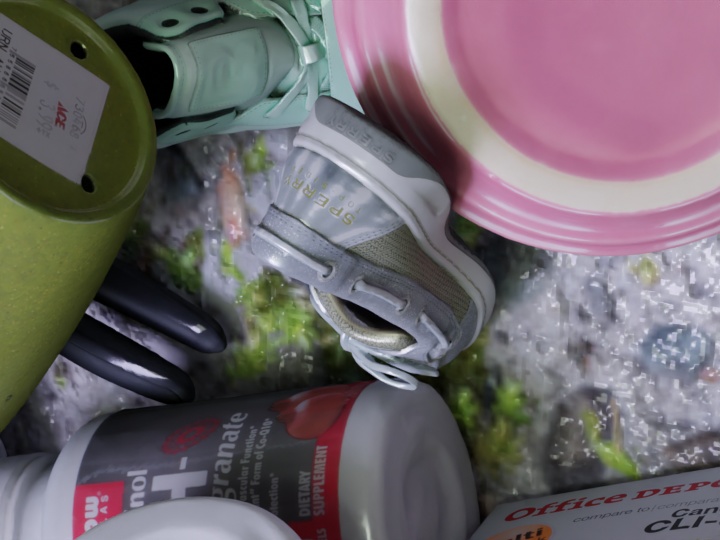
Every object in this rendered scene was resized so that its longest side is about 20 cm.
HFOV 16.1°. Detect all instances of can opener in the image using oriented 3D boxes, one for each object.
[{"bbox_3d":[-0.148,-0.001,1.092,0.200,0.079,0.063,19,78,15],"label":"can opener"}]

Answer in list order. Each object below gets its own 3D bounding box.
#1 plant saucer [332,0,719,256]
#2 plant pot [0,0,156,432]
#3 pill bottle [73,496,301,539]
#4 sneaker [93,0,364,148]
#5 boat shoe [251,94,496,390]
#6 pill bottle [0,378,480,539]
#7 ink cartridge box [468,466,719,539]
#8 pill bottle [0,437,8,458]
[{"bbox_3d":[0.089,-0.098,0.890,0.200,0.051,0.201,0,106,0],"label":"plant saucer"},{"bbox_3d":[-0.169,-0.016,0.929,0.200,0.187,0.187,-33,93,42],"label":"plant pot"},{"bbox_3d":[-0.051,0.192,0.960,0.111,0.111,0.200,5,131,24],"label":"pill bottle"},{"bbox_3d":[-0.015,-0.075,0.954,0.200,0.118,0.074,-1,107,25],"label":"sneaker"},{"bbox_3d":[0.001,0.001,0.942,0.074,0.202,0.065,35,80,15],"label":"boat shoe"},{"bbox_3d":[-0.061,0.108,1.042,0.200,0.111,0.111,-8,105,24],"label":"pill bottle"},{"bbox_3d":[0.099,0.179,0.947,0.145,0.200,0.145,-12,104,28],"label":"ink cartridge box"},{"bbox_3d":[-0.189,0.156,1.130,0.116,0.116,0.200,-15,102,30],"label":"pill bottle"}]
